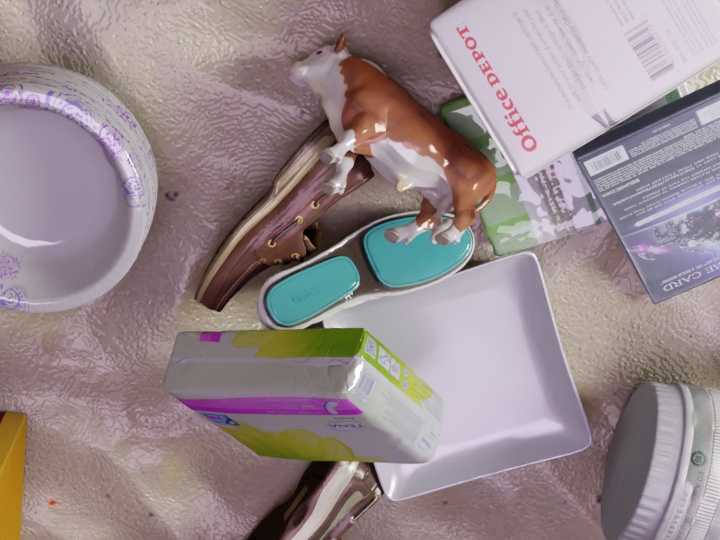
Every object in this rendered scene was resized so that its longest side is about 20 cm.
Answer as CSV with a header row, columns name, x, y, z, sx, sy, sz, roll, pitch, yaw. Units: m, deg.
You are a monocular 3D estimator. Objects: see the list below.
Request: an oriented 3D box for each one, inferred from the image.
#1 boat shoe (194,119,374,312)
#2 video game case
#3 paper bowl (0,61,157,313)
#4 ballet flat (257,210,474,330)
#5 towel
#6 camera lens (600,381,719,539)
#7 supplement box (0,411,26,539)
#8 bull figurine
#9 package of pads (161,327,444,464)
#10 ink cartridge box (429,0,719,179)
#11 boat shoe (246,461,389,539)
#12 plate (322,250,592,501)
name,x,y,z,sx,sy,sz,roll,pitch,yaw
boat shoe,-0.067,-0.033,1.324,0.067,0.072,0.200,40,109,-3
video game case,0.274,-0.062,1.287,0.142,0.019,0.200,-24,135,13
paper bowl,-0.268,-0.074,1.302,0.199,0.105,0.202,1,115,2
ballet flat,0.000,0.000,1.338,0.199,0.069,0.070,-22,115,-14
towel,0.183,-0.107,1.310,0.198,0.031,0.150,-17,111,13
camera lens,0.327,0.192,1.365,0.198,0.160,0.161,15,115,-4
supplement box,-0.425,0.236,1.438,0.198,0.133,0.199,9,116,-1
bull figurine,0.022,-0.102,1.264,0.199,0.122,0.065,32,147,-7
package of pads,-0.045,0.108,1.326,0.199,0.069,0.154,-2,152,34
ink cartridge box,0.174,-0.188,1.220,0.199,0.083,0.147,-31,96,15
boat shoe,-0.047,0.252,1.461,0.075,0.075,0.203,32,112,-18
plate,0.088,0.093,1.396,0.198,0.032,0.201,-17,109,9
